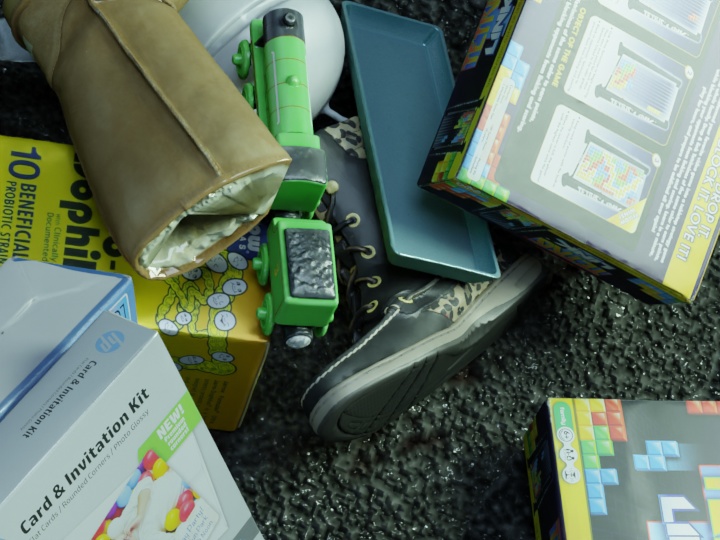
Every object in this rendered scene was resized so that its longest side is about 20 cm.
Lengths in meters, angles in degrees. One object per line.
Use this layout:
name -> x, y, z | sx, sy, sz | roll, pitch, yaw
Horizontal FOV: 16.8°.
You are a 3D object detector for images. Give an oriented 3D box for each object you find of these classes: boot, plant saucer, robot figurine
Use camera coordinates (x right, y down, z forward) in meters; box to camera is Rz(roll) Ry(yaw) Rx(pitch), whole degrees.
boot -> 0.000, 0.000, 1.371 | 0.151, 0.073, 0.200 | 46, 48, 12
plant saucer -> 0.030, -0.074, 1.396 | 0.070, 0.019, 0.200 | 13, 46, -26
robot figurine -> -0.088, -0.149, 1.424 | 0.200, 0.113, 0.169 | 47, 44, 14
boot -> -0.086, -0.113, 1.288 | 0.175, 0.066, 0.200 | -38, 53, 6

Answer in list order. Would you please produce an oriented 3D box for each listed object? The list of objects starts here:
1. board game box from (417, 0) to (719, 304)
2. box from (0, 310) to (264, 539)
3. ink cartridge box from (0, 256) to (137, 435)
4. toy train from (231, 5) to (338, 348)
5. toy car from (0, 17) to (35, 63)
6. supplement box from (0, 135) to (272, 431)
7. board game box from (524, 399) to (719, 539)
board game box -> 0.144, -0.104, 1.376 | 0.165, 0.057, 0.201 | 27, 77, -21
box -> -0.123, 0.142, 1.163 | 0.041, 0.200, 0.156 | 19, 56, 37
ink cartridge box -> -0.166, 0.114, 1.219 | 0.076, 0.201, 0.136 | 12, 35, 22
toy train -> -0.039, -0.055, 1.290 | 0.042, 0.056, 0.201 | 2, 60, -16
toy car -> -0.256, -0.122, 1.361 | 0.199, 0.158, 0.165 | 18, 68, -17
supplement box -> -0.152, 0.006, 1.325 | 0.199, 0.110, 0.109 | 7, 60, -10
board game box -> 0.184, 0.171, 1.334 | 0.165, 0.057, 0.201 | 0, 61, -12
